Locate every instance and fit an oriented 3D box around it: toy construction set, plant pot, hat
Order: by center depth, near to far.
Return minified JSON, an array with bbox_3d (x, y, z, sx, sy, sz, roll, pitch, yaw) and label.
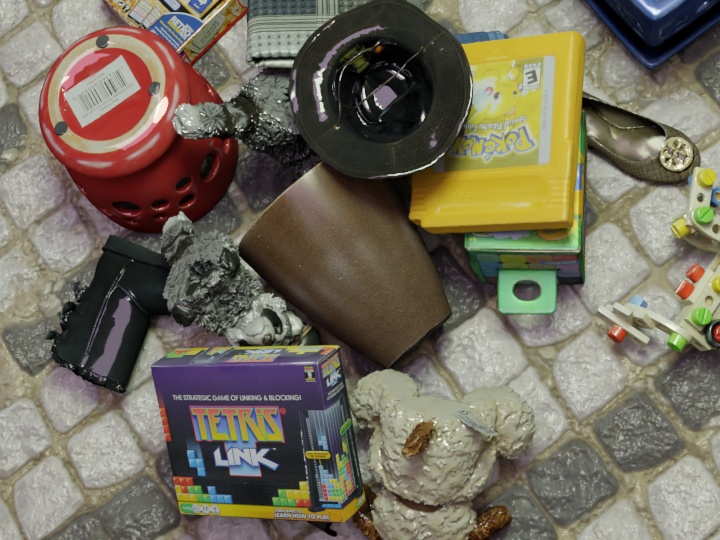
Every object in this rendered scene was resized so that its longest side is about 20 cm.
[{"bbox_3d":[0.027,-0.173,1.256,0.198,0.081,0.203,-5,73,15],"label":"hat"},{"bbox_3d":[0.341,0.007,1.270,0.131,0.092,0.201,38,92,-5],"label":"toy construction set"},{"bbox_3d":[0.000,0.000,1.312,0.186,0.187,0.201,-39,83,-2],"label":"plant pot"},{"bbox_3d":[0.332,-0.356,1.335,0.199,0.180,0.201,-37,69,-1],"label":"plant pot"},{"bbox_3d":[-0.256,-0.162,1.401,0.198,0.183,0.203,-3,75,10],"label":"plant pot"}]

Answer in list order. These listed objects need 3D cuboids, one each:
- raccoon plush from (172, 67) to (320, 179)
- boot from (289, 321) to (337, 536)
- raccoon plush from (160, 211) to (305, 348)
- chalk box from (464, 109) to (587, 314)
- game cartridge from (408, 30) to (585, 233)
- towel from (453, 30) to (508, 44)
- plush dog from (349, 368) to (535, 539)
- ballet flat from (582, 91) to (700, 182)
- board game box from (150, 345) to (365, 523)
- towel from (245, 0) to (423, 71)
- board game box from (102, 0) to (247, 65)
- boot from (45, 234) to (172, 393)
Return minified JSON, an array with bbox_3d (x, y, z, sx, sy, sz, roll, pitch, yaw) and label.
[{"bbox_3d":[-0.120,-0.155,1.362,0.197,0.134,0.098,0,62,-18],"label":"raccoon plush"},{"bbox_3d":[-0.049,0.171,1.319,0.137,0.077,0.202,23,92,13],"label":"boot"},{"bbox_3d":[-0.133,0.015,1.307,0.096,0.134,0.201,-39,34,17],"label":"raccoon plush"},{"bbox_3d":[0.179,-0.055,1.305,0.123,0.124,0.203,0,73,12],"label":"chalk box"},{"bbox_3d":[0.138,-0.139,1.252,0.174,0.032,0.203,-2,72,28],"label":"game cartridge"},{"bbox_3d":[0.081,-0.204,1.375,0.197,0.048,0.113,-11,90,-17],"label":"towel"},{"bbox_3d":[0.071,0.213,1.241,0.197,0.161,0.174,6,111,12],"label":"plush dog"},{"bbox_3d":[0.283,-0.157,1.355,0.199,0.046,0.068,30,82,18],"label":"ballet flat"},{"bbox_3d":[-0.104,0.163,1.230,0.198,0.057,0.167,-3,105,27],"label":"board game box"},{"bbox_3d":[-0.026,-0.295,1.354,0.197,0.035,0.194,-1,53,-1],"label":"towel"},{"bbox_3d":[-0.208,-0.362,1.520,0.200,0.046,0.152,-44,70,-3],"label":"board game box"},{"bbox_3d":[-0.251,0.060,1.389,0.196,0.073,0.164,19,76,23],"label":"boot"}]
